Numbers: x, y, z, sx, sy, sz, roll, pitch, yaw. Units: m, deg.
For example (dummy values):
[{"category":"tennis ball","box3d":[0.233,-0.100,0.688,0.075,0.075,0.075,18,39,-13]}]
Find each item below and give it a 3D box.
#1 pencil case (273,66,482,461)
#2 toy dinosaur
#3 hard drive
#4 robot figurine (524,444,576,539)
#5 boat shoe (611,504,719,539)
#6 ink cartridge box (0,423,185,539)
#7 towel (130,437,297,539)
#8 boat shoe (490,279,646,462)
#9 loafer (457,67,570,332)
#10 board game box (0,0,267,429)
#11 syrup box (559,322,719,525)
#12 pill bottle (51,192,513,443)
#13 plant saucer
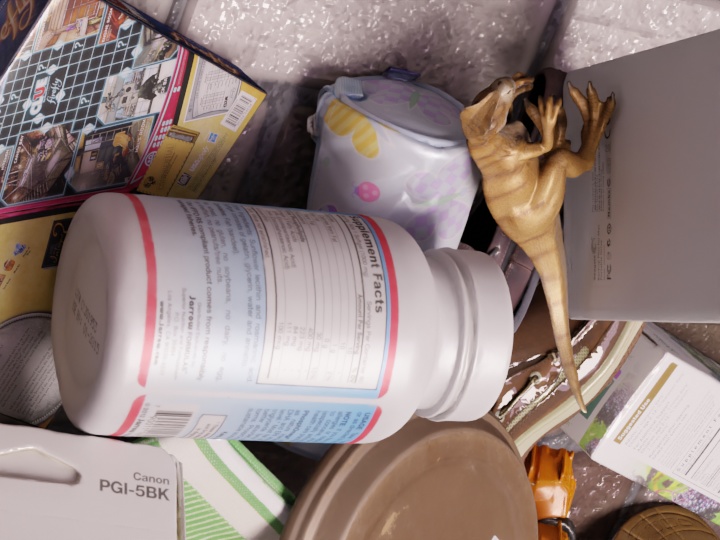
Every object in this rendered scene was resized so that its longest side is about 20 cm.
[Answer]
[{"category":"pencil case","box3d":[0.000,0.000,1.081,0.090,0.083,0.201,6,115,-20]},{"category":"toy dinosaur","box3d":[0.086,-0.036,1.049,0.106,0.060,0.200,-56,139,-26]},{"category":"hard drive","box3d":[0.147,-0.042,1.021,0.026,0.200,0.133,0,89,-17]},{"category":"robot figurine","box3d":[0.088,0.211,1.274,0.058,0.145,0.201,13,121,0]},{"category":"boat shoe","box3d":[0.168,0.217,1.349,0.200,0.071,0.069,-29,158,-50]},{"category":"ink cartridge box","box3d":[-0.180,0.157,0.967,0.146,0.083,0.200,10,143,-21]},{"category":"towel","box3d":[-0.129,0.145,1.065,0.199,0.023,0.153,-23,138,14]},{"category":"boat shoe","box3d":[0.088,0.055,1.193,0.075,0.075,0.203,32,98,-39]},{"category":"loafer","box3d":[0.069,-0.019,1.141,0.063,0.072,0.201,35,89,-27]},{"category":"board game box","box3d":[-0.150,-0.032,0.978,0.135,0.035,0.201,27,101,-45]},{"category":"syrup box","box3d":[0.194,0.091,1.292,0.200,0.079,0.082,27,101,-45]},{"category":"pill bottle","box3d":[-0.035,0.025,0.973,0.199,0.109,0.109,5,117,-24]},{"category":"plant saucer","box3d":[0.030,0.162,1.101,0.199,0.029,0.202,-15,111,-44]}]
